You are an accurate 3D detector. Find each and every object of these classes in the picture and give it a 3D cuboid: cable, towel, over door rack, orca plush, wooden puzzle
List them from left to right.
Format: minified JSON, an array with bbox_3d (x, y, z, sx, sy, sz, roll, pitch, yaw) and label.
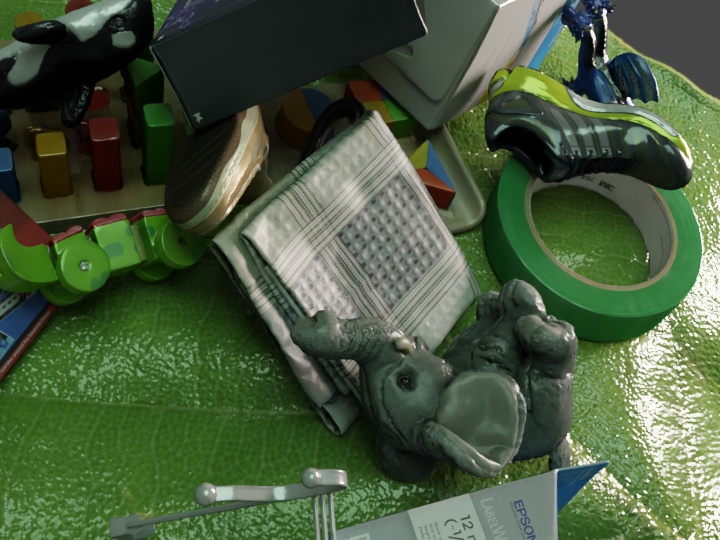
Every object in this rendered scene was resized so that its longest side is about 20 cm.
[{"bbox_3d":[-0.242,-0.141,0.718,0.197,0.105,0.072,-23,96,-11],"label":"orca plush"},{"bbox_3d":[-0.089,0.207,0.554,0.066,0.198,0.150,21,56,-49],"label":"over door rack"},{"bbox_3d":[-0.050,-0.052,0.796,0.096,0.050,0.203,6,64,27],"label":"cable"},{"bbox_3d":[-0.002,-0.106,0.860,0.197,0.047,0.187,-15,64,-21],"label":"wooden puzzle"},{"bbox_3d":[0.000,0.000,0.748,0.200,0.034,0.194,-43,112,-30],"label":"towel"}]

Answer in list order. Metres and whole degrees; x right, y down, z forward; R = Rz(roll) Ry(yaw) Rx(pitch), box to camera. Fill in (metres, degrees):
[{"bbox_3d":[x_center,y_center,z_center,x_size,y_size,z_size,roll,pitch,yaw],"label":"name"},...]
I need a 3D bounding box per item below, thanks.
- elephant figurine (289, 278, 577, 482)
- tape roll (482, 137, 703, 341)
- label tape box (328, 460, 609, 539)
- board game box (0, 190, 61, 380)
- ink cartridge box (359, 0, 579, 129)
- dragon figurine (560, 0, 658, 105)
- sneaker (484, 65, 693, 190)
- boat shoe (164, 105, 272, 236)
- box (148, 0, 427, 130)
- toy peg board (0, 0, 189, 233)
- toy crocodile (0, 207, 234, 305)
[{"bbox_3d":[0.059,0.098,0.704,0.198,0.143,0.155,-21,51,-30],"label":"elephant figurine"},{"bbox_3d":[0.213,-0.035,0.867,0.197,0.048,0.203,6,58,-9],"label":"tape roll"},{"bbox_3d":[0.067,0.201,0.631,0.196,0.144,0.067,-9,60,-18],"label":"label tape box"},{"bbox_3d":[-0.297,0.039,0.688,0.103,0.019,0.201,45,54,-21],"label":"board game box"},{"bbox_3d":[0.098,-0.258,0.894,0.147,0.145,0.199,43,46,13],"label":"ink cartridge box"},{"bbox_3d":[0.248,-0.172,0.916,0.058,0.099,0.202,-27,84,-7],"label":"dragon figurine"},{"bbox_3d":[0.198,-0.108,0.845,0.197,0.074,0.082,20,63,8],"label":"sneaker"},{"bbox_3d":[-0.098,-0.082,0.752,0.076,0.071,0.201,52,26,-28],"label":"boat shoe"},{"bbox_3d":[-0.052,-0.206,0.746,0.197,0.080,0.142,-19,33,14],"label":"box"},{"bbox_3d":[-0.247,-0.147,0.796,0.196,0.098,0.203,-9,61,-18],"label":"toy peg board"},{"bbox_3d":[-0.187,-0.018,0.732,0.198,0.067,0.063,-16,88,-35],"label":"toy crocodile"}]
